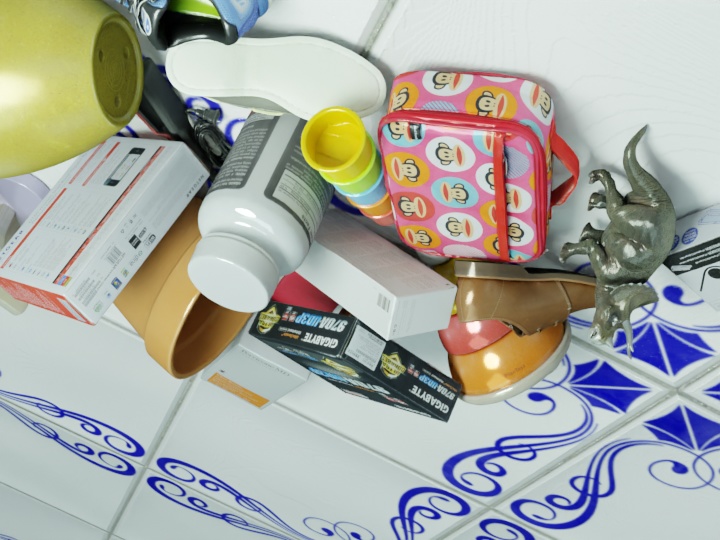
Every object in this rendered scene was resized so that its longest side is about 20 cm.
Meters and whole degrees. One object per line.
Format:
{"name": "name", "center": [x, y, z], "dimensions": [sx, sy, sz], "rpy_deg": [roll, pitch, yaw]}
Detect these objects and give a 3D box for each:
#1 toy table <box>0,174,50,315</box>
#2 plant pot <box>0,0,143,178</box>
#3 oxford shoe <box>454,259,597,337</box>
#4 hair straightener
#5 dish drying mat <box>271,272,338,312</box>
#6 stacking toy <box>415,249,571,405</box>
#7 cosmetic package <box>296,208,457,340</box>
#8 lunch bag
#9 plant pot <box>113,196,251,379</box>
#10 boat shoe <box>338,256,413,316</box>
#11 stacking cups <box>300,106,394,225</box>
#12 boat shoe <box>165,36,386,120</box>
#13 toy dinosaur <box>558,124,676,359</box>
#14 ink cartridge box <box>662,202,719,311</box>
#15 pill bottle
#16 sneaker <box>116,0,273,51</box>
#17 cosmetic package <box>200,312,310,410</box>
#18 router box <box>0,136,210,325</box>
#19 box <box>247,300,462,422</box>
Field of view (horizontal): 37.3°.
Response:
{"name": "toy table", "center": [-0.478, -0.042, 1.352], "dimensions": [0.183, 0.118, 0.199], "rpy_deg": [34, 146, -17]}
{"name": "plant pot", "center": [-0.284, -0.184, 0.979], "dimensions": [0.140, 0.202, 0.201], "rpy_deg": [2, 143, 14]}
{"name": "oxford shoe", "center": [0.181, 0.031, 1.064], "dimensions": [0.197, 0.073, 0.071], "rpy_deg": [4, -179, -18]}
{"name": "hair straightener", "center": [-0.174, -0.140, 1.103], "dimensions": [0.076, 0.041, 0.201], "rpy_deg": [-2, 139, 32]}
{"name": "dish drying mat", "center": [-0.058, 0.022, 1.288], "dimensions": [0.076, 0.018, 0.200], "rpy_deg": [29, 146, -8]}
{"name": "stacking toy", "center": [0.120, 0.025, 1.120], "dimensions": [0.145, 0.146, 0.201], "rpy_deg": [-15, 113, 43]}
{"name": "cosmetic package", "center": [0.000, 0.000, 1.074], "dimensions": [0.199, 0.082, 0.051], "rpy_deg": [35, 125, 44]}
{"name": "lunch bag", "center": [0.113, -0.091, 0.977], "dimensions": [0.173, 0.083, 0.201], "rpy_deg": [7, 147, 16]}
{"name": "plant pot", "center": [-0.202, 0.000, 1.198], "dimensions": [0.139, 0.201, 0.201], "rpy_deg": [33, 149, 12]}
{"name": "boat shoe", "center": [0.019, 0.048, 1.229], "dimensions": [0.070, 0.071, 0.200], "rpy_deg": [31, 146, -7]}
{"name": "stacking cups", "center": [0.005, -0.093, 1.005], "dimensions": [0.060, 0.061, 0.200], "rpy_deg": [9, 171, 19]}
{"name": "boat shoe", "center": [-0.074, -0.178, 0.975], "dimensions": [0.198, 0.073, 0.060], "rpy_deg": [8, -173, 0]}
{"name": "toy dinosaur", "center": [0.246, -0.034, 0.969], "dimensions": [0.101, 0.077, 0.203], "rpy_deg": [28, 114, 25]}
{"name": "ink cartridge box", "center": [0.370, -0.030, 0.937], "dimensions": [0.094, 0.045, 0.199], "rpy_deg": [35, 145, -22]}
{"name": "pill bottle", "center": [-0.088, -0.065, 1.013], "dimensions": [0.109, 0.202, 0.111], "rpy_deg": [16, 147, 11]}
{"name": "sneaker", "center": [-0.178, -0.244, 0.915], "dimensions": [0.197, 0.090, 0.079], "rpy_deg": [17, 147, 13]}
{"name": "cosmetic package", "center": [-0.129, 0.112, 1.384], "dimensions": [0.101, 0.072, 0.200], "rpy_deg": [29, 154, -11]}
{"name": "router box", "center": [-0.275, -0.050, 1.111], "dimensions": [0.178, 0.201, 0.049], "rpy_deg": [11, 150, 46]}
{"name": "box", "center": [-0.010, 0.094, 1.144], "dimensions": [0.158, 0.046, 0.199], "rpy_deg": [34, 165, -31]}
